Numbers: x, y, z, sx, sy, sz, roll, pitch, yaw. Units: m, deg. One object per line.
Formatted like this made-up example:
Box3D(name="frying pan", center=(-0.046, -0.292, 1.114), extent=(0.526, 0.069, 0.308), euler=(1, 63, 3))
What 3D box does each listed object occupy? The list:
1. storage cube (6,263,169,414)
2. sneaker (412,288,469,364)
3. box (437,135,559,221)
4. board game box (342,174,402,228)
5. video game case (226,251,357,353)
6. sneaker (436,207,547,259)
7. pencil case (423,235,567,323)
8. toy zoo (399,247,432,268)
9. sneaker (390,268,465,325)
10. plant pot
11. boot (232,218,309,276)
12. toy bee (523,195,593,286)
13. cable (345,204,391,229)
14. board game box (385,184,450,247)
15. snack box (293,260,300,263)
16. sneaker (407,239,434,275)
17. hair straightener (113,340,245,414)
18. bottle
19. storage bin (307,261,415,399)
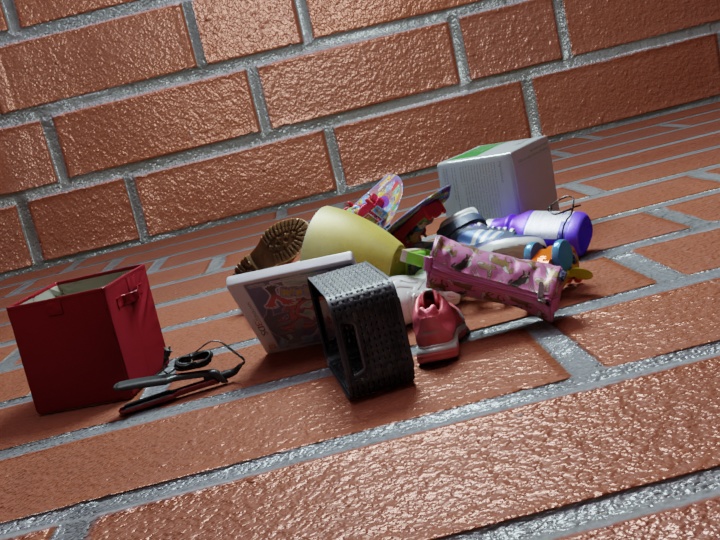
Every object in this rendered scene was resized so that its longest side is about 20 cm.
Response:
Box3D(name="storage cube", center=(-0.436, 0.108, 1.464), extent=(0.196, 0.183, 0.171), euler=(-10, 11, 11))
Box3D(name="sneaker", center=(0.111, 0.062, 1.269), extent=(0.072, 0.088, 0.200), euler=(-11, 11, 9))
Box3D(name="box", center=(0.283, -0.149, 1.811), extent=(0.169, 0.204, 0.198), euler=(-3, 15, 35))
Box3D(name="board game box", center=(-0.003, -0.107, 1.667), extent=(0.199, 0.039, 0.159), euler=(-39, 29, 29))
Box3D(name="video game case", center=(-0.082, 0.054, 1.375), extent=(0.196, 0.183, 0.023), euler=(-12, 49, 11))
Box3D(name="sneaker", center=(0.232, -0.069, 1.622), extent=(0.197, 0.081, 0.148), euler=(-13, 50, 17))
Box3D(name="pencil case", center=(0.186, 0.011, 1.267), extent=(0.197, 0.084, 0.087), euler=(16, -25, 9))
Box3D(name="toy zoo", center=(0.173, 0.000, 1.465), extent=(0.197, 0.021, 0.131), euler=(17, 8, 17))
Box3D(name="sneaker", center=(0.106, 0.039, 1.430), extent=(0.098, 0.079, 0.199), euler=(0, 18, 39))
Box3D(name="plant pot", center=(0.000, 0.000, 1.501), extent=(0.139, 0.204, 0.200), euler=(7, 17, 20))
Box3D(name="boot", center=(-0.159, -0.037, 1.784), extent=(0.199, 0.076, 0.107), euler=(-38, -13, 26))
Box3D(name="toy bee", center=(0.309, -0.005, 1.384), extent=(0.200, 0.109, 0.130), euler=(-44, 29, -16))
Box3D(name="cable", center=(0.039, -0.064, 1.790), extent=(0.161, 0.051, 0.201), euler=(15, 33, -25))
Box3D(name="board game box", center=(0.109, -0.082, 1.616), extent=(0.157, 0.039, 0.200), euler=(-36, -6, 0))
Box3D(name="snack box", center=(-0.058, -0.015, 1.785), extent=(0.115, 0.038, 0.199), euler=(-6, 11, 33))
Box3D(name="sneaker", center=(0.137, -0.024, 1.701), extent=(0.197, 0.079, 0.086), euler=(-17, 15, -16))
Box3D(name="hair straightener", center=(-0.268, 0.149, 1.325), extent=(0.196, 0.078, 0.041), euler=(-15, 9, -5))
Box3D(name="bottle", center=(0.321, -0.068, 1.643), extent=(0.197, 0.066, 0.084), euler=(3, 49, 37))
Box3D(name="storage bin", center=(-0.002, 0.075, 1.211), extent=(0.092, 0.138, 0.200), euler=(-15, 11, -10))
